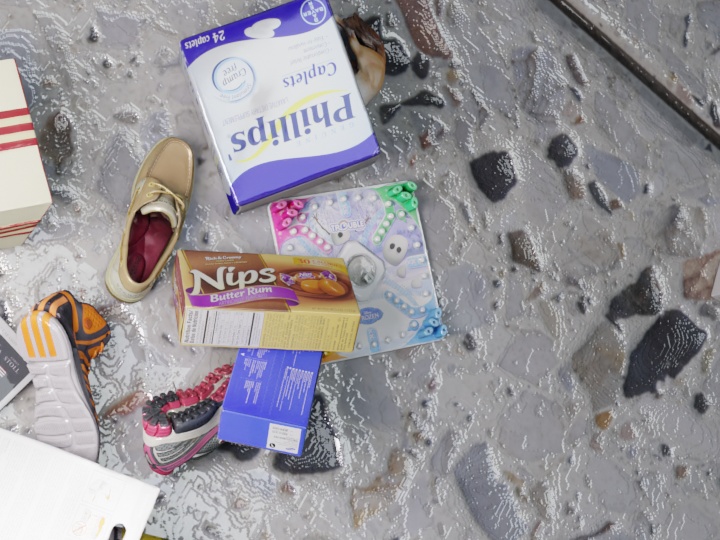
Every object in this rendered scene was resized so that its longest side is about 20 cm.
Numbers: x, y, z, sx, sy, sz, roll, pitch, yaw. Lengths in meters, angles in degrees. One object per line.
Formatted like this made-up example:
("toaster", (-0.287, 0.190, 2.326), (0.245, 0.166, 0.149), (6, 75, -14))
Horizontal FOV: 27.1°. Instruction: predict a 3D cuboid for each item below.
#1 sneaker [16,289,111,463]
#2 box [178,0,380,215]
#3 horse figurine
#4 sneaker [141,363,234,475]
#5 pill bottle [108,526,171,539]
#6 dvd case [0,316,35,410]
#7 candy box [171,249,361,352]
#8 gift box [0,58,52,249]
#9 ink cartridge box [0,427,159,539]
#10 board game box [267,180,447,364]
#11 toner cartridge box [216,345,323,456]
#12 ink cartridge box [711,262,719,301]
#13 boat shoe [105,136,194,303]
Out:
("sneaker", (-0.301, 0.115, 1.606), (0.112, 0.076, 0.203), (-55, 144, -62))
("box", (-0.094, -0.191, 1.723), (0.182, 0.105, 0.203), (-20, 90, -9))
("horse figurine", (-0.025, -0.226, 1.820), (0.132, 0.050, 0.201), (34, 71, -8))
("sneaker", (-0.162, 0.161, 1.673), (0.198, 0.080, 0.076), (-18, 124, -37))
("pill bottle", (-0.194, 0.346, 1.582), (0.197, 0.112, 0.114), (16, 73, -14))
("dvd case", (-0.451, 0.115, 1.566), (0.151, 0.025, 0.200), (48, 65, -10))
("candy box", (-0.108, 0.033, 1.675), (0.197, 0.117, 0.057), (4, 123, -15))
("gift box", (-0.430, -0.093, 1.523), (0.185, 0.184, 0.203), (-11, 74, -27))
("ink cartridge box", (-0.321, 0.267, 1.538), (0.197, 0.050, 0.164), (19, 70, 8))
("board game box", (0.000, 0.000, 1.800), (0.197, 0.026, 0.203), (-10, 84, -26))
("toner cartridge box", (-0.093, 0.117, 1.646), (0.094, 0.044, 0.201), (13, 33, -1))
("ink cartridge box", (0.609, 0.005, 2.019), (0.198, 0.146, 0.148), (28, 69, -17))
("boat shoe", (-0.226, -0.061, 1.682), (0.073, 0.066, 0.203), (21, 72, -20))
